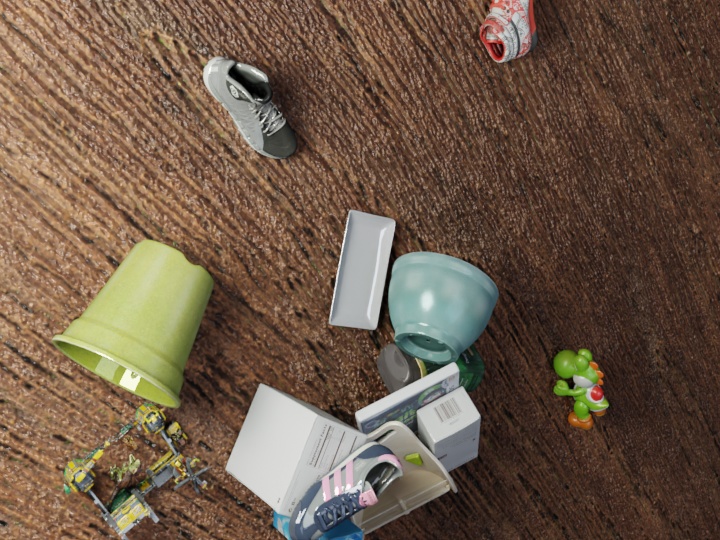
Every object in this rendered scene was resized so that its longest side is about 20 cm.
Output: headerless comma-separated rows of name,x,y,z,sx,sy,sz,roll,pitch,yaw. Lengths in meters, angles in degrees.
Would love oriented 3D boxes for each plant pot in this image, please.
plant pot,0.131,0.079,1.421,0.199,0.198,0.136,38,59,-32
plant pot,-0.307,0.067,1.163,0.200,0.198,0.187,38,65,-32

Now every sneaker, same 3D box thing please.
sneaker,-0.153,-0.245,1.247,0.200,0.115,0.076,44,74,-30
sneaker,0.271,-0.498,1.524,0.107,0.067,0.206,-28,115,-30
sneaker,-0.020,0.336,1.206,0.199,0.081,0.071,-41,119,-22

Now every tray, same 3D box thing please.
tray,0.000,0.000,1.446,0.105,0.022,0.205,9,92,-34

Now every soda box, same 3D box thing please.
soda box,-0.075,0.431,1.354,0.067,0.199,0.066,-2,99,-32

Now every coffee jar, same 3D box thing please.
coffee jar,0.130,0.181,1.510,0.196,0.105,0.086,-2,133,-34

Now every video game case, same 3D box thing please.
video game case,0.088,0.255,1.452,0.197,0.024,0.183,-25,148,-10

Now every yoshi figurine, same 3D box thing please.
yoshi figurine,0.477,0.246,1.781,0.109,0.114,0.203,-11,126,9

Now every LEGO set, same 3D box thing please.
LEGO set,-0.332,0.307,1.210,0.198,0.115,0.157,-31,113,-27

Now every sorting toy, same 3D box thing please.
sorting toy,0.047,0.351,1.440,0.197,0.107,0.182,-26,126,-1

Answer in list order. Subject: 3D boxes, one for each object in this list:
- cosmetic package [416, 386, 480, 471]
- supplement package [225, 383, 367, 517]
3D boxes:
cosmetic package,0.163,0.303,1.495,0.100,0.075,0.202,-25,147,-8
supplement package,-0.108,0.295,1.310,0.110,0.198,0.159,27,82,-34
